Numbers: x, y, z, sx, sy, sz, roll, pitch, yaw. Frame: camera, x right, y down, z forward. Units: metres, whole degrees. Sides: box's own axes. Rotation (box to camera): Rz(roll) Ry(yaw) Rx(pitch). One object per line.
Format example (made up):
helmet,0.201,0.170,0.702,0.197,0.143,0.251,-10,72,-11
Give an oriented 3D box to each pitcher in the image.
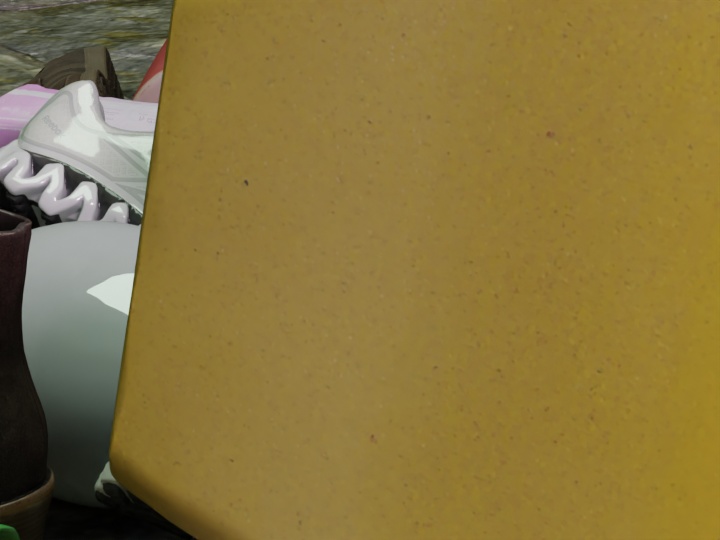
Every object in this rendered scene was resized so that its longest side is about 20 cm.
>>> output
pitcher,-0.122,0.038,0.878,0.199,0.122,0.171,11,-1,39

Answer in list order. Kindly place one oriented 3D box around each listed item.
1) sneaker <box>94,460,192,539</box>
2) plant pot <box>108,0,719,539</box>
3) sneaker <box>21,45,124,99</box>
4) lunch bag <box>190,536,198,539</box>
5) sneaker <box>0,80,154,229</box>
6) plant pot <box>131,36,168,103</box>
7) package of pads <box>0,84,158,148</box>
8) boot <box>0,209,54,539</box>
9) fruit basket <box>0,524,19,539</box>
sneaker,-0.026,0.068,0.721,0.078,0.090,0.200,20,-10,15
plant pot,0.043,0.000,0.529,0.175,0.201,0.200,11,9,14
sneaker,-0.205,-0.105,1.363,0.075,0.071,0.200,-19,17,0
lunch bag,-0.007,0.169,0.440,0.169,0.125,0.200,19,17,6
sneaker,-0.084,-0.022,0.938,0.199,0.075,0.081,31,70,6
plant pot,-0.041,-0.092,1.143,0.199,0.202,0.177,7,31,19
package of pads,-0.109,-0.028,1.034,0.199,0.121,0.076,9,21,25
boot,-0.213,0.048,0.744,0.199,0.167,0.072,4,19,10
fruit basket,-0.132,0.144,0.590,0.199,0.094,0.185,21,28,38
